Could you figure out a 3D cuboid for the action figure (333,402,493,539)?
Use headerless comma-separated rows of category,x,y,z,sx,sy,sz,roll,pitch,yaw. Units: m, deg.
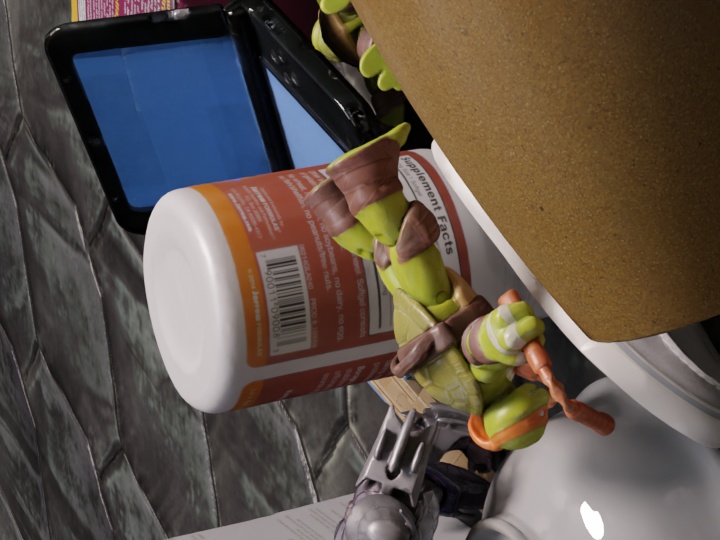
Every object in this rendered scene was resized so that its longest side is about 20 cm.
action figure,0.024,0.126,1.064,0.131,0.069,0.200,-61,-5,-1

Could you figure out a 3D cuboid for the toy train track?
toy train track,0.028,0.061,1.201,0.200,0.032,0.115,49,135,16

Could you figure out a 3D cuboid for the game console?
game console,-0.068,-0.053,1.208,0.176,0.116,0.200,49,166,31

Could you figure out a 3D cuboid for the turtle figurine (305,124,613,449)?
turtle figurine,0.037,0.021,0.956,0.162,0.064,0.200,56,178,4

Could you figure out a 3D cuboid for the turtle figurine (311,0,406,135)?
turtle figurine,0.002,-0.128,1.183,0.161,0.064,0.201,-168,56,-81

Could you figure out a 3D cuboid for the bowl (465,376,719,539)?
bowl,0.109,0.158,1.031,0.201,0.090,0.202,39,134,55

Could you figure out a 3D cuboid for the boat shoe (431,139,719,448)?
boat shoe,0.116,-0.010,0.973,0.069,0.072,0.200,-46,62,20

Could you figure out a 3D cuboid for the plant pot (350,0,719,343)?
plant pot,0.102,-0.080,0.866,0.186,0.186,0.201,-4,109,66

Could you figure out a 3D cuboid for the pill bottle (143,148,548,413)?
pill bottle,0.000,0.000,1.073,0.112,0.199,0.113,37,133,56

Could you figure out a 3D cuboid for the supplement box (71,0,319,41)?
supplement box,-0.109,-0.176,1.367,0.200,0.103,0.132,-128,35,-48

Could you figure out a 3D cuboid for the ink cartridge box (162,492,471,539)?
ink cartridge box,-0.007,0.183,1.200,0.200,0.173,0.044,24,123,62
